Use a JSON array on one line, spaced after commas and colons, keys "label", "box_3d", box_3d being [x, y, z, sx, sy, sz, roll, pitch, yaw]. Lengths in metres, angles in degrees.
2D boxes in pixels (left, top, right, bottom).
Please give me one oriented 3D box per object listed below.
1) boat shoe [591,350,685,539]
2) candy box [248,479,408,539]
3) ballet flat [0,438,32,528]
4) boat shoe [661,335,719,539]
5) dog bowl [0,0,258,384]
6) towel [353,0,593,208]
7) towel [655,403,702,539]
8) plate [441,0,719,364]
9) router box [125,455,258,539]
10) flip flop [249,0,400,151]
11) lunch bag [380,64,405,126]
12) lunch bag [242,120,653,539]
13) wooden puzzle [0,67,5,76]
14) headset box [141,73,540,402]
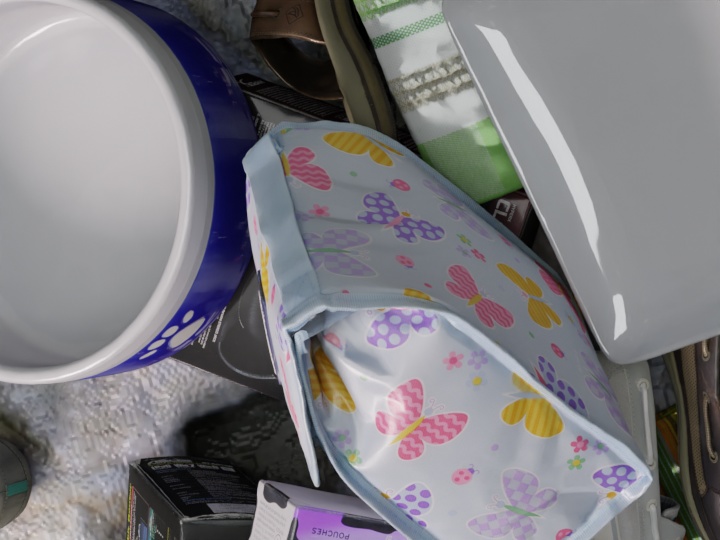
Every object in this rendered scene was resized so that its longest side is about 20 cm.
[{"label": "boat shoe", "box_3d": [0.135, 0.133, 1.541, 0.068, 0.072, 0.201, -17, 106, -17]}, {"label": "candy box", "box_3d": [0.015, 0.220, 1.476, 0.167, 0.072, 0.201, 11, 93, -19]}, {"label": "ballet flat", "box_3d": [-0.281, 0.124, 1.639, 0.199, 0.064, 0.068, -7, 95, 12]}, {"label": "boat shoe", "box_3d": [0.201, 0.082, 1.516, 0.074, 0.073, 0.201, -20, 90, -15]}, {"label": "dog bowl", "box_3d": [-0.152, -0.044, 1.525, 0.199, 0.079, 0.201, 1, 92, 27]}, {"label": "towel", "box_3d": [0.071, -0.142, 1.444, 0.148, 0.031, 0.201, -19, 100, 17]}, {"label": "towel", "box_3d": [0.123, 0.144, 1.583, 0.199, 0.018, 0.086, -29, 89, 13]}, {"label": "plate", "box_3d": [0.154, -0.071, 1.380, 0.199, 0.032, 0.201, -20, 98, 42]}, {"label": "router box", "box_3d": [-0.084, 0.210, 1.561, 0.062, 0.150, 0.201, 1, 98, -15]}, {"label": "flip flop", "box_3d": [-0.025, -0.113, 1.511, 0.057, 0.081, 0.201, -21, 57, 3]}, {"label": "lunch bag", "box_3d": [0.092, -0.171, 1.503, 0.199, 0.118, 0.165, -11, 96, 8]}, {"label": "lunch bag", "box_3d": [0.021, 0.035, 1.401, 0.127, 0.170, 0.200, -41, 122, 14]}, {"label": "wooden puzzle", "box_3d": [-0.232, -0.079, 1.620, 0.184, 0.037, 0.201, 6, 97, 11]}, {"label": "headset box", "box_3d": [0.000, 0.000, 1.562, 0.199, 0.077, 0.150, 19, 100, 8]}]
